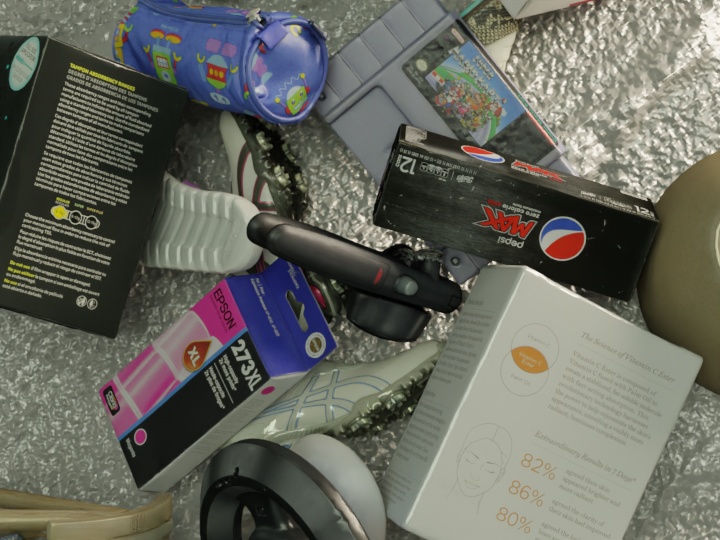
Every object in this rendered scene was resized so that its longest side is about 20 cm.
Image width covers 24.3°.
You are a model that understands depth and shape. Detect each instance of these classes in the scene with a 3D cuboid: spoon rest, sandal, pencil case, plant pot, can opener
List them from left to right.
[{"bbox_3d":[-0.139,-0.037,1.308,0.203,0.050,0.083,22,104,43],"label":"sandal"},{"bbox_3d":[-0.110,-0.167,1.281,0.078,0.087,0.200,-36,33,-28],"label":"pencil case"},{"bbox_3d":[-0.025,0.211,1.229,0.099,0.061,0.200,27,120,35],"label":"spoon rest"},{"bbox_3d":[0.000,0.000,1.226,0.063,0.200,0.079,15,83,44],"label":"can opener"},{"bbox_3d":[0.298,-0.007,1.199,0.200,0.134,0.201,-2,81,10],"label":"plant pot"}]

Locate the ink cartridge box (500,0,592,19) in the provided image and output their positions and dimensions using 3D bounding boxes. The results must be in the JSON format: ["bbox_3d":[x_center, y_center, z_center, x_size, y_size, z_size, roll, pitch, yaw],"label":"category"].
[{"bbox_3d":[0.128,-0.302,1.270,0.200,0.146,0.083,57,137,14],"label":"ink cartridge box"}]

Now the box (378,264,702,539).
[{"bbox_3d":[0.125,0.117,1.199,0.152,0.106,0.200,27,85,-11],"label":"box"}]

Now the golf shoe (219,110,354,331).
[{"bbox_3d":[-0.079,-0.041,1.307,0.088,0.077,0.200,-28,74,16],"label":"golf shoe"}]

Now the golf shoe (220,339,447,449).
[{"bbox_3d":[-0.024,0.090,1.276,0.200,0.078,0.097,-30,71,3],"label":"golf shoe"}]

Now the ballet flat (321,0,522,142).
[{"bbox_3d":[0.063,-0.158,1.308,0.200,0.068,0.075,-30,91,9],"label":"ballet flat"}]

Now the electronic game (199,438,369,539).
[{"bbox_3d":[-0.048,0.213,1.179,0.042,0.200,0.200,-24,73,-37],"label":"electronic game"}]

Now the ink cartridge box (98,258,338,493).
[{"bbox_3d":[-0.111,0.076,1.269,0.200,0.037,0.095,-39,60,22],"label":"ink cartridge box"}]

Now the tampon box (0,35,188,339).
[{"bbox_3d":[-0.244,-0.068,1.279,0.150,0.126,0.200,11,84,55],"label":"tampon box"}]

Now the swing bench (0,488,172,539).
[{"bbox_3d":[-0.247,0.268,1.236,0.200,0.130,0.199,2,95,11],"label":"swing bench"}]

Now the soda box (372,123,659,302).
[{"bbox_3d":[0.113,-0.043,1.229,0.200,0.063,0.071,17,109,-2],"label":"soda box"}]

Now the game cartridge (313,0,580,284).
[{"bbox_3d":[0.064,-0.105,1.271,0.130,0.038,0.200,-38,94,18],"label":"game cartridge"}]
